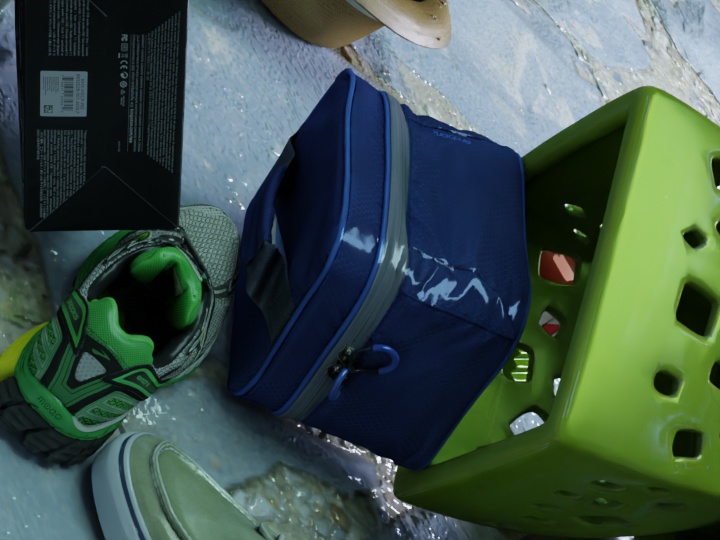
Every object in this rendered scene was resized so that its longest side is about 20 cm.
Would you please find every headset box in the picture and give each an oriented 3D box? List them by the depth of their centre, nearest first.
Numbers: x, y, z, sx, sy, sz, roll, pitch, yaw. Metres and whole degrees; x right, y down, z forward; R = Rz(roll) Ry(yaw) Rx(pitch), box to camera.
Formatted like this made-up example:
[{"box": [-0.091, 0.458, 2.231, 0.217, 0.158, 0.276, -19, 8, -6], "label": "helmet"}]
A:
[{"box": [-0.129, -0.134, 0.929, 0.075, 0.149, 0.200, -1, 33, -11], "label": "headset box"}]

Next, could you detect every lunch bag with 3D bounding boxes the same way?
[{"box": [0.000, 0.000, 1.011, 0.132, 0.136, 0.200, 24, 33, -16], "label": "lunch bag"}]

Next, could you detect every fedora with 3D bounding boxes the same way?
[{"box": [-0.023, -0.209, 1.287, 0.201, 0.082, 0.201, 43, 25, -26], "label": "fedora"}]

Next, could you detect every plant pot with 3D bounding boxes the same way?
[{"box": [0.155, 0.048, 1.011, 0.181, 0.200, 0.200, 24, 69, -15], "label": "plant pot"}]

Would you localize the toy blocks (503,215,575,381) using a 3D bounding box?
[{"box": [0.116, 0.002, 1.188, 0.200, 0.137, 0.100, 4, 54, -54], "label": "toy blocks"}]

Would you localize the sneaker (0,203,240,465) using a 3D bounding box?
[{"box": [-0.094, 0.018, 0.909, 0.078, 0.085, 0.200, 47, 27, -9], "label": "sneaker"}]

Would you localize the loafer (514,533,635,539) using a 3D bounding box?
[{"box": [0.149, 0.133, 1.150, 0.071, 0.073, 0.200, 51, 28, -3], "label": "loafer"}]

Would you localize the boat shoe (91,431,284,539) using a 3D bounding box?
[{"box": [-0.043, 0.149, 0.854, 0.200, 0.062, 0.072, 54, 28, 5], "label": "boat shoe"}]
